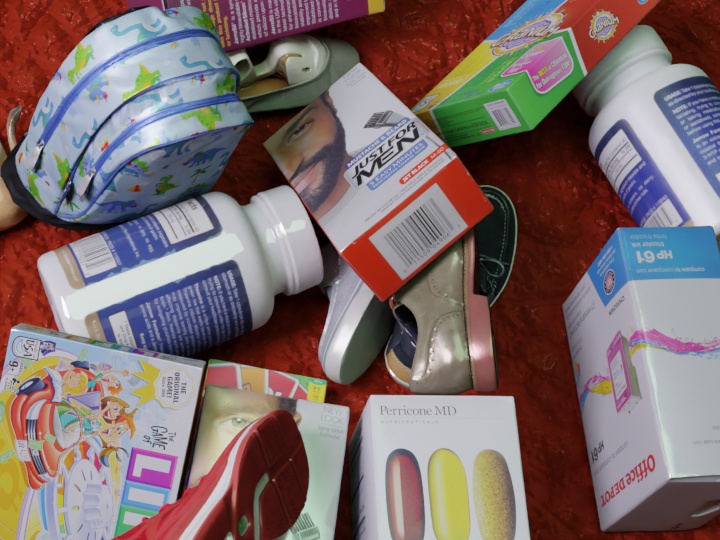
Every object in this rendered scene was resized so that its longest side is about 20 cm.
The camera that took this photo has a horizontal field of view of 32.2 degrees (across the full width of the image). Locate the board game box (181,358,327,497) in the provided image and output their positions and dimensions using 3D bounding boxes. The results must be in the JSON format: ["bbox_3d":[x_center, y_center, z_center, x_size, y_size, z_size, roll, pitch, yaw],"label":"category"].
[{"bbox_3d":[-0.086,0.169,0.931,0.095,0.030,0.202,11,65,-5],"label":"board game box"}]

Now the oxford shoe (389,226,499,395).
[{"bbox_3d":[0.056,0.004,0.944,0.074,0.071,0.201,-10,50,5],"label":"oxford shoe"}]

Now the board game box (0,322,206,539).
[{"bbox_3d":[-0.192,0.149,0.861,0.133,0.034,0.202,11,93,-4],"label":"board game box"}]

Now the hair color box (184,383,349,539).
[{"bbox_3d":[-0.074,0.190,0.873,0.108,0.065,0.202,10,62,-5],"label":"hair color box"}]

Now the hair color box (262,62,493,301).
[{"bbox_3d":[0.007,-0.075,0.970,0.111,0.064,0.200,-40,34,2],"label":"hair color box"}]

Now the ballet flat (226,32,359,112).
[{"bbox_3d":[-0.086,-0.172,1.080,0.198,0.064,0.068,-18,68,-19],"label":"ballet flat"}]

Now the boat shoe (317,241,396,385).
[{"bbox_3d":[0.000,-0.001,1.016,0.071,0.070,0.202,13,61,20],"label":"boat shoe"}]

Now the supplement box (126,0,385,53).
[{"bbox_3d":[-0.096,-0.265,1.075,0.198,0.104,0.131,-19,34,-19],"label":"supplement box"}]

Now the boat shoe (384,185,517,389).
[{"bbox_3d":[0.081,0.006,1.023,0.074,0.062,0.201,27,61,6],"label":"boat shoe"}]

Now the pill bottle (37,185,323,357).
[{"bbox_3d":[-0.134,0.007,0.949,0.199,0.111,0.112,-21,69,-16],"label":"pill bottle"}]

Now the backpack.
[{"bbox_3d":[-0.164,-0.111,0.934,0.162,0.201,0.154,-11,55,-37],"label":"backpack"}]

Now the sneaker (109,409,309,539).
[{"bbox_3d":[-0.113,0.155,0.795,0.115,0.200,0.079,-12,105,23],"label":"sneaker"}]

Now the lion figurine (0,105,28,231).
[{"bbox_3d":[-0.318,-0.044,0.971,0.199,0.073,0.123,-35,81,-28],"label":"lion figurine"}]

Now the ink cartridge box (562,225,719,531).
[{"bbox_3d":[0.229,0.087,0.961,0.084,0.145,0.202,-2,64,-11],"label":"ink cartridge box"}]

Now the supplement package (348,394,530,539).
[{"bbox_3d":[0.055,0.201,0.892,0.113,0.110,0.202,1,63,-10],"label":"supplement package"}]

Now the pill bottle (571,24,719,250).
[{"bbox_3d":[0.268,-0.107,1.081,0.119,0.120,0.201,-21,69,-19],"label":"pill bottle"}]

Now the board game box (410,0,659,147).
[{"bbox_3d":[0.148,-0.184,1.081,0.200,0.153,0.040,-45,110,-27],"label":"board game box"}]
